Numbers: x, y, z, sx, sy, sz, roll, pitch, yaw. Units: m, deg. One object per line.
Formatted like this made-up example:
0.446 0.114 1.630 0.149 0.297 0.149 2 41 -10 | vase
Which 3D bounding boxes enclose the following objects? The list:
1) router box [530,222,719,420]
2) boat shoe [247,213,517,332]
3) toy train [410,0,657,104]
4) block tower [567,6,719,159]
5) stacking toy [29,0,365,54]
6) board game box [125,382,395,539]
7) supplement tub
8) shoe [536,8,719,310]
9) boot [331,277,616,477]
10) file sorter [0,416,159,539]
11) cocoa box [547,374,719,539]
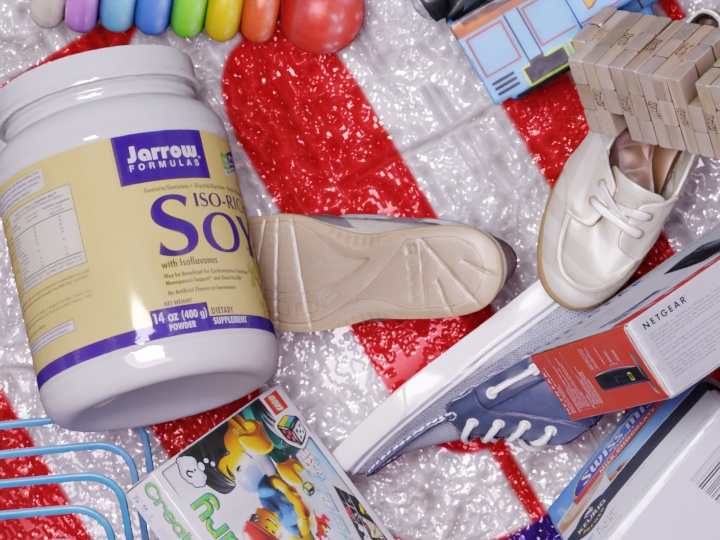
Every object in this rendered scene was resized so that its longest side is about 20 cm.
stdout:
0.211 0.007 1.617 0.200 0.179 0.049 -34 92 -16 | router box
0.000 0.000 1.720 0.199 0.065 0.072 -2 89 23 | boat shoe
0.129 -0.188 1.688 0.200 0.087 0.115 -31 101 4 | toy train
0.207 -0.098 1.588 0.054 0.200 0.058 -45 129 -30 | block tower
-0.096 -0.171 1.713 0.199 0.085 0.086 11 96 -4 | stacking toy
-0.035 0.178 1.677 0.200 0.126 0.035 53 134 2 | board game box
-0.136 -0.018 1.674 0.145 0.145 0.201 -15 78 6 | supplement tub
0.164 -0.069 1.682 0.070 0.053 0.201 28 81 3 | shoe
0.083 0.083 1.715 0.200 0.073 0.090 -38 85 6 | boot
-0.194 0.179 1.668 0.138 0.200 0.123 -6 109 6 | file sorter
0.231 0.168 1.666 0.200 0.131 0.134 38 97 -12 | cocoa box
